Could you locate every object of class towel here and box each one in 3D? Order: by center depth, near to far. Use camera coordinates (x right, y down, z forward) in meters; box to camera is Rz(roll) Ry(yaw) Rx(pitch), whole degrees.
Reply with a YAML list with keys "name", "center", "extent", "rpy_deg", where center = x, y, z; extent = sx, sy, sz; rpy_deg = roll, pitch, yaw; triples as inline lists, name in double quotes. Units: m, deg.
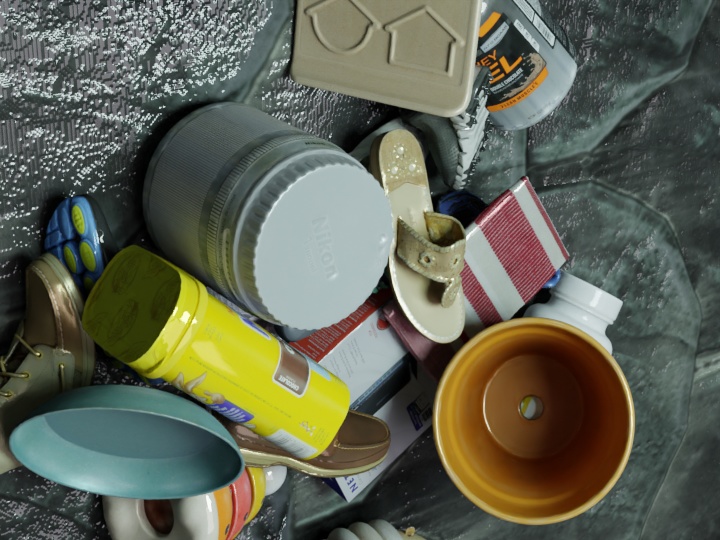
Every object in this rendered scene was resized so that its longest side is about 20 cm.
- name: "towel"
  center: [0.120, 0.012, 1.426]
  extent: [0.200, 0.023, 0.144]
  rpy_deg: [-44, 137, -6]

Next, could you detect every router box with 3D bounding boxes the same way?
- name: "router box"
  center: [0.008, 0.116, 1.451]
  extent: [0.179, 0.049, 0.201]
  rpy_deg: [-41, 136, -18]

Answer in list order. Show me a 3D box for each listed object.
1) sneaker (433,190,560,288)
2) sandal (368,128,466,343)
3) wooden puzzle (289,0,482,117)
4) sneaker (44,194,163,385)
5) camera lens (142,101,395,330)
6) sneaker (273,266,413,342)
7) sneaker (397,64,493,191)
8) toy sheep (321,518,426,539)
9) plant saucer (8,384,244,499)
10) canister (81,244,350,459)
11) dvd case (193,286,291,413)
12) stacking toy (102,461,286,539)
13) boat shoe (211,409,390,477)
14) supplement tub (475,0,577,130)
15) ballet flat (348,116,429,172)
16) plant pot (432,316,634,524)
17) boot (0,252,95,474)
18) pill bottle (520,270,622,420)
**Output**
- name: "sneaker"
  center: [0.148, -0.030, 1.495]
  extent: [0.199, 0.078, 0.076]
  rpy_deg: [18, 97, -42]
- name: "sandal"
  center: [0.066, -0.031, 1.318]
  extent: [0.077, 0.069, 0.215]
  rpy_deg: [-20, 97, -29]
- name: "wooden puzzle"
  center: [0.030, -0.255, 1.248]
  extent: [0.046, 0.183, 0.203]
  rpy_deg: [-22, 123, -60]
- name: "sneaker"
  center: [-0.214, 0.011, 1.238]
  extent: [0.083, 0.070, 0.201]
  rpy_deg: [-53, 133, -35]
- name: "camera lens"
  center: [-0.086, -0.050, 1.215]
  extent: [0.158, 0.199, 0.162]
  rpy_deg: [-16, 118, -32]
- name: "sneaker"
  center: [0.000, 0.000, 1.359]
  extent: [0.200, 0.087, 0.075]
  rpy_deg: [-46, 133, -28]
- name: "sneaker"
  center: [0.079, -0.148, 1.349]
  extent: [0.201, 0.089, 0.067]
  rpy_deg: [83, 32, -66]
- name: "toy sheep"
  center: [-0.005, 0.343, 1.499]
  extent: [0.198, 0.138, 0.140]
  rpy_deg: [-21, 121, -24]
- name: "plant saucer"
  center: [-0.194, 0.142, 1.172]
  extent: [0.199, 0.198, 0.036]
  rpy_deg: [33, 48, -42]
- name: "canister"
  center: [-0.118, 0.072, 1.169]
  extent: [0.199, 0.148, 0.087]
  rpy_deg: [35, 84, -34]
- name: "dvd case"
  center: [-0.091, 0.050, 1.377]
  extent: [0.199, 0.016, 0.150]
  rpy_deg: [-30, 125, -27]
- name: "stacking toy"
  center: [-0.139, 0.210, 1.355]
  extent: [0.199, 0.145, 0.148]
  rpy_deg: [-14, 119, -52]
- name: "boat shoe"
  center: [-0.051, 0.149, 1.328]
  extent: [0.198, 0.072, 0.068]
  rpy_deg: [9, 122, -30]
- name: "supplement tub"
  center: [0.116, -0.237, 1.351]
  extent: [0.200, 0.122, 0.123]
  rpy_deg: [38, 84, -41]
- name: "ballet flat"
  center: [0.009, -0.090, 1.367]
  extent: [0.199, 0.069, 0.070]
  rpy_deg: [-31, 125, -26]
- name: "plant pot"
  center: [0.180, 0.148, 1.446]
  extent: [0.202, 0.198, 0.183]
  rpy_deg: [-64, 172, 3]
- name: "boot"
  center: [-0.308, 0.094, 1.184]
  extent: [0.154, 0.073, 0.202]
  rpy_deg: [-18, 128, -32]
- name: "pill bottle"
  center: [0.220, 0.108, 1.591]
  extent: [0.110, 0.111, 0.202]
  rpy_deg: [24, 93, -42]
